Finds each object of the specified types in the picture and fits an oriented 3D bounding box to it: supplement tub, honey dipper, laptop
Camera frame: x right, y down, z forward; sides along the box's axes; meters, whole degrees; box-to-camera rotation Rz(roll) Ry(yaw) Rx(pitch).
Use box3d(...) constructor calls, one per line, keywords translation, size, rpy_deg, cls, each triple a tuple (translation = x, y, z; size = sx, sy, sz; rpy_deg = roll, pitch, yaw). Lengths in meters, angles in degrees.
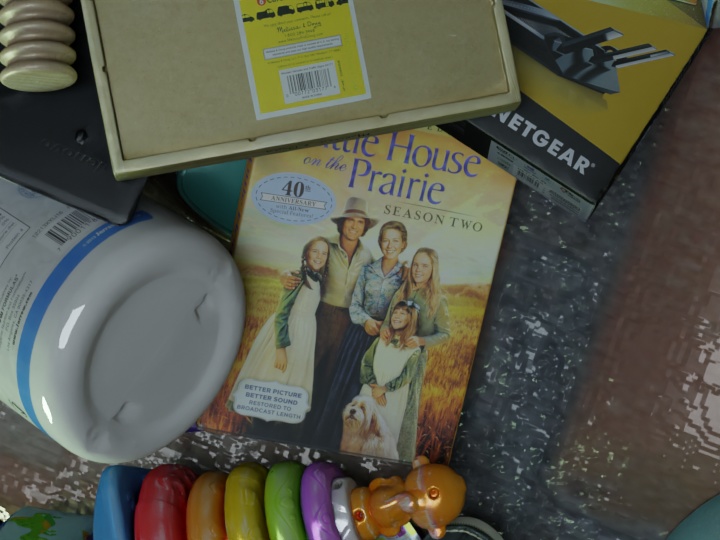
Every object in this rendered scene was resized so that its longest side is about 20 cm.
box3d(translation=(-0.169, 0.003, 0.961), size=(0.199, 0.131, 0.133), rpy_deg=(29, 107, 37), cls="supplement tub")
box3d(translation=(-0.161, -0.188, 0.886), size=(0.038, 0.038, 0.202), rpy_deg=(-8, 78, 15), cls="honey dipper")
box3d(translation=(-0.152, -0.142, 0.950), size=(0.186, 0.200, 0.117), rpy_deg=(23, 119, 9), cls="laptop")

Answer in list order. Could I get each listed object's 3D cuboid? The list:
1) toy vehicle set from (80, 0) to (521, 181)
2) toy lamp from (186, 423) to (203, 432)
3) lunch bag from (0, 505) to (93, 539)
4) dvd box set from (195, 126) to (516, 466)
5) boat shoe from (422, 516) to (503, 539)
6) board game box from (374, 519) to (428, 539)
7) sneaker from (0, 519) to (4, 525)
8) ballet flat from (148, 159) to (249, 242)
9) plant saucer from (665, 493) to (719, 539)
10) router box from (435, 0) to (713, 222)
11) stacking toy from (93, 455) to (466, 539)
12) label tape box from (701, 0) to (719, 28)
box3d(translation=(-0.032, -0.122, 0.872), size=(0.198, 0.027, 0.125), rpy_deg=(-10, 86, -4), cls="toy vehicle set")
box3d(translation=(-0.178, 0.055, 1.048), size=(0.198, 0.058, 0.059), rpy_deg=(12, 102, 12), cls="toy lamp")
box3d(translation=(-0.182, 0.242, 1.027), size=(0.082, 0.161, 0.202), rpy_deg=(7, 103, 7), cls="lunch bag")
box3d(translation=(0.000, 0.000, 0.984), size=(0.145, 0.029, 0.202), rpy_deg=(11, 102, -11), cls="dvd box set")
box3d(translation=(0.014, 0.226, 0.999), size=(0.073, 0.062, 0.201), rpy_deg=(32, 104, 5), cls="boat shoe")
box3d(translation=(-0.020, 0.233, 1.055), size=(0.199, 0.032, 0.120), rpy_deg=(-35, 94, 16), cls="board game box")
box3d(translation=(-0.290, 0.103, 1.074), size=(0.198, 0.075, 0.116), rpy_deg=(15, 100, 12), cls="sneaker")
box3d(translation=(-0.101, -0.074, 0.996), size=(0.199, 0.065, 0.071), rpy_deg=(32, 98, -19), cls="ballet flat")
box3d(translation=(0.244, 0.211, 0.982), size=(0.198, 0.036, 0.202), rpy_deg=(2, 100, 13), cls="plant saucer")
box3d(translation=(0.076, -0.146, 0.927), size=(0.199, 0.052, 0.158), rpy_deg=(33, 82, 6), cls="router box")
box3d(translation=(-0.035, 0.142, 0.995), size=(0.199, 0.110, 0.117), rpy_deg=(-18, 74, 14), cls="stacking toy")
box3d(translation=(0.247, -0.212, 0.864), size=(0.198, 0.063, 0.145), rpy_deg=(-13, 81, 7), cls="label tape box")
